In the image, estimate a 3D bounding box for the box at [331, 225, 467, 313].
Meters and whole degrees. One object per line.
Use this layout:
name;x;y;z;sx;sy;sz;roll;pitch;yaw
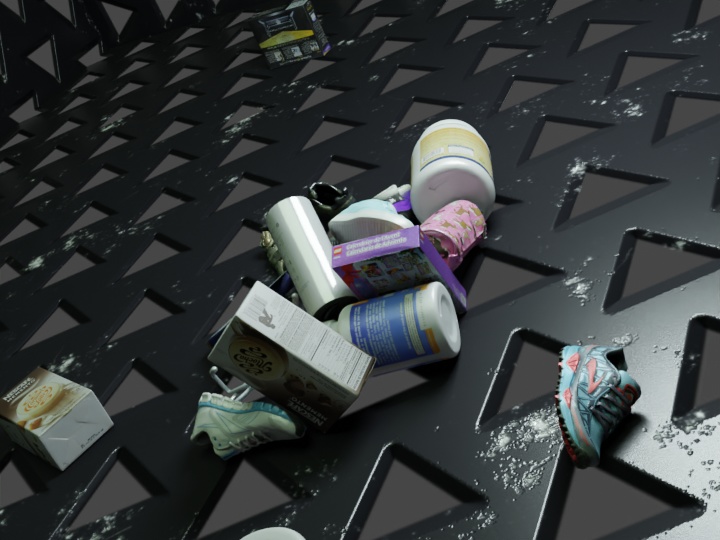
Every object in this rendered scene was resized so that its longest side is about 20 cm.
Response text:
box;0.060;0.014;1.468;0.136;0.200;0.039;-14;56;20

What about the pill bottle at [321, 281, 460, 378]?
pill bottle;0.035;0.093;1.443;0.199;0.113;0.112;-15;30;18

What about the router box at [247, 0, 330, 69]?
router box;-0.204;-0.676;2.864;0.199;0.158;0.052;-6;34;31

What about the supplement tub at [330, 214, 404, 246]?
supplement tub;0.000;0.000;1.615;0.199;0.123;0.123;-22;29;6

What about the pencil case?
pencil case;0.139;-0.051;1.573;0.086;0.083;0.200;-18;9;26

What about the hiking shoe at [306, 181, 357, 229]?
hiking shoe;-0.077;-0.129;1.912;0.199;0.101;0.076;2;38;41

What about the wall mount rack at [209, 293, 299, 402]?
wall mount rack;-0.151;0.120;1.542;0.200;0.075;0.174;-46;8;-33

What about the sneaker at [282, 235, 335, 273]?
sneaker;-0.039;-0.035;1.758;0.198;0.077;0.114;-18;27;7

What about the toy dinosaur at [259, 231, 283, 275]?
toy dinosaur;-0.138;-0.031;1.859;0.088;0.047;0.200;-39;28;6

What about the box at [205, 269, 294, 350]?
box;-0.177;0.067;1.648;0.121;0.032;0.200;-44;3;-31

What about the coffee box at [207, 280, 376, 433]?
coffee box;-0.095;0.122;1.382;0.113;0.199;0.080;-51;8;44

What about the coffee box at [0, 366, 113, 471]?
coffee box;-0.518;0.244;1.668;0.199;0.080;0.114;10;44;47

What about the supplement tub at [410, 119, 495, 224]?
supplement tub;0.158;-0.167;1.741;0.143;0.145;0.200;-17;30;14

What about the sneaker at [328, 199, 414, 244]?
sneaker;0.030;-0.079;1.507;0.082;0.074;0.199;-45;29;-22

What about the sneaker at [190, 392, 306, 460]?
sneaker;-0.164;0.234;1.432;0.199;0.075;0.087;0;57;38

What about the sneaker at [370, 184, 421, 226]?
sneaker;0.073;-0.092;1.763;0.069;0.100;0.200;-34;-5;15

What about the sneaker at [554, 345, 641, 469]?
sneaker;0.284;0.150;1.187;0.095;0.080;0.201;-12;32;20

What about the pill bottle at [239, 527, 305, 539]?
pill bottle;-0.061;0.359;0.985;0.109;0.201;0.110;-19;29;11

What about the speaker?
speaker;-0.075;-0.013;1.529;0.081;0.081;0.201;-26;61;-2
